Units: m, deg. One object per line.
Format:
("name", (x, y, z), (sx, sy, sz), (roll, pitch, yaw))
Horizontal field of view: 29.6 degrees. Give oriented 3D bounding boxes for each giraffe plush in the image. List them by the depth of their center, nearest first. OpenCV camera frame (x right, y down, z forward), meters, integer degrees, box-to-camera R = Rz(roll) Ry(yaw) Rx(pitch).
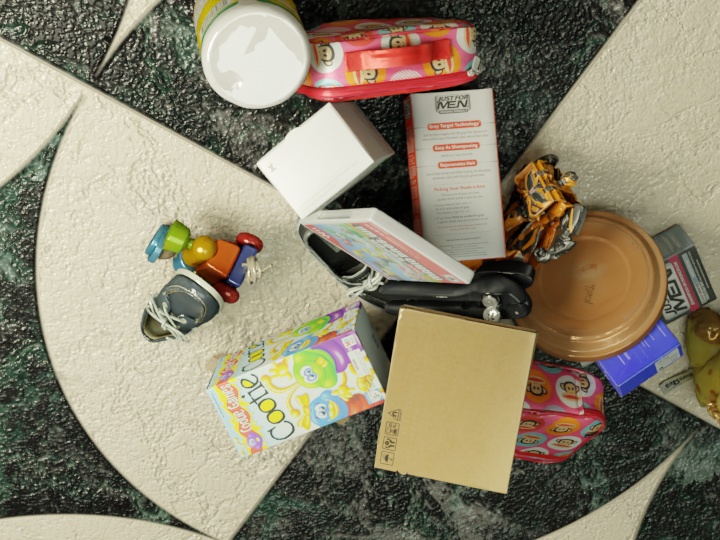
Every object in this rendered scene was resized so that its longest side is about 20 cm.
("giraffe plush", (0.516, 0.148, 1.833), (0.200, 0.162, 0.172), (-44, 118, 13))

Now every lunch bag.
("lunch bag", (0.028, -0.235, 1.497), (0.200, 0.176, 0.082), (-9, 103, -14))
("lunch bag", (0.190, 0.181, 1.719), (0.200, 0.082, 0.176), (11, 148, -17))

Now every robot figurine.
("robot figurine", (0.193, -0.049, 1.670), (0.058, 0.145, 0.200), (15, 127, -35))

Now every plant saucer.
("plant saucer", (0.280, 0.015, 1.696), (0.200, 0.201, 0.032), (-27, 151, 5))

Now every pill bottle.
("pill bottle", (-0.120, -0.259, 1.452), (0.112, 0.200, 0.113), (-5, 119, -9))

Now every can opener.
("can opener", (0.115, 0.035, 1.639), (0.200, 0.079, 0.064), (-7, 114, 28))

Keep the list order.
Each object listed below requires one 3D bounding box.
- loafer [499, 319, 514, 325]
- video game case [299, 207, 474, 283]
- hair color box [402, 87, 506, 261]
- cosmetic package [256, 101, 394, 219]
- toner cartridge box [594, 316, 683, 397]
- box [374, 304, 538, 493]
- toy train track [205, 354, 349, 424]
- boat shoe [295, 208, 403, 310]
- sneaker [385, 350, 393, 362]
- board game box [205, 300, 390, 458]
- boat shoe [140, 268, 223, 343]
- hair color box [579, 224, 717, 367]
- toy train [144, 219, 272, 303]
("loafer", (0.173, 0.098, 1.730), (0.070, 0.070, 0.200), (-21, 164, 17))
("video game case", (0.026, -0.028, 1.561), (0.143, 0.200, 0.017), (32, 78, -22))
("hair color box", (0.111, -0.111, 1.614), (0.101, 0.061, 0.201), (-4, 92, -7))
("cosmetic package", (-0.036, -0.128, 1.538), (0.108, 0.200, 0.085), (-38, 92, 12))
("toner cartridge box", (0.308, 0.052, 1.714), (0.095, 0.200, 0.043), (-33, 150, 0))
("box", (0.111, 0.152, 1.600), (0.163, 0.021, 0.200), (10, 101, 7))
("toy train track", (-0.105, 0.149, 1.781), (0.200, 0.033, 0.115), (23, 143, -15))
("boat shoe", (0.002, -0.002, 1.698), (0.074, 0.068, 0.199), (-39, 119, 11))
("sneaker", (0.063, 0.163, 1.801), (0.200, 0.084, 0.121), (-13, 115, -1))
("board game box", (-0.073, 0.134, 1.678), (0.200, 0.103, 0.105), (-23, 106, 12))
("boat shoe", (-0.220, 0.047, 1.615), (0.075, 0.200, 0.062), (47, 67, -11))
("hair color box", (0.356, 0.034, 1.796), (0.200, 0.061, 0.099), (-28, 121, 6))
("toy train", (-0.178, -0.022, 1.589), (0.116, 0.200, 0.085), (28, 74, -14))
